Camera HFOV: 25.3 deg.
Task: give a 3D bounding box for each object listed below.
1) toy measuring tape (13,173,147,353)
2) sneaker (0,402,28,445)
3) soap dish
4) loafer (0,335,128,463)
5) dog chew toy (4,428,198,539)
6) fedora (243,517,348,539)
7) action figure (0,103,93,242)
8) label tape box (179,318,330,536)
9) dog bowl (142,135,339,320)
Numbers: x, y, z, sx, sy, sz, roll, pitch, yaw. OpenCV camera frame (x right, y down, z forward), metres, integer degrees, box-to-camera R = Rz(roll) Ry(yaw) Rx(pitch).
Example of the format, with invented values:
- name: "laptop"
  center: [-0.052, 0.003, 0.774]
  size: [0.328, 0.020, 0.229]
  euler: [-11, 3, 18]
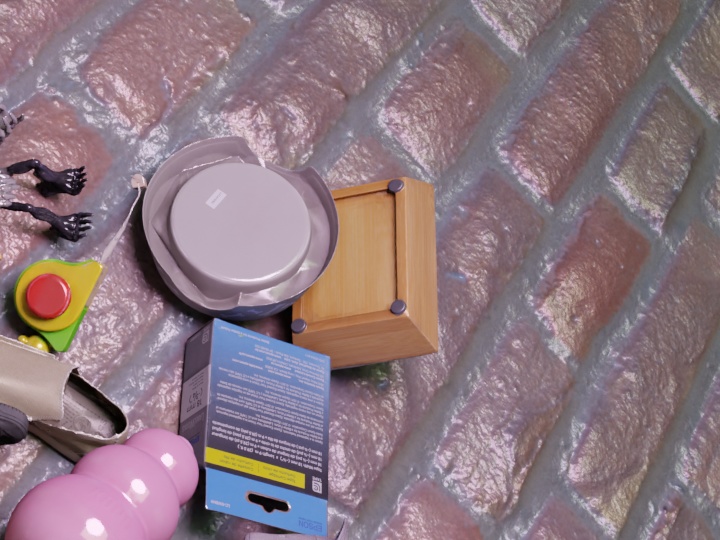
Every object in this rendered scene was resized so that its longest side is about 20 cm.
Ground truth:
- name: "toy measuring tape"
  center: [-0.271, -0.010, 1.495]
  size: [0.073, 0.074, 0.201]
  euler: [28, 85, -25]
- name: "sneaker"
  center: [-0.380, 0.158, 1.356]
  size: [0.199, 0.060, 0.105]
  euler: [13, 60, -30]
- name: "soap dish"
  center: [0.000, 0.000, 1.687]
  size: [0.081, 0.156, 0.201]
  euler: [54, 31, -57]
- name: "loafer"
  center: [-0.289, 0.107, 1.448]
  size: [0.200, 0.068, 0.076]
  euler: [32, 47, -24]
- name: "dog chew toy"
  center: [-0.217, 0.211, 1.407]
  size: [0.125, 0.124, 0.200]
  euler: [51, 48, -4]
- name: "fedora"
  center: [-0.081, 0.296, 1.452]
  size: [0.090, 0.177, 0.200]
  euler: [24, 22, -4]
- name: "action figure"
  center: [-0.345, -0.094, 1.495]
  size: [0.199, 0.102, 0.119]
  euler: [17, 58, -36]
- name: "label tape box"
  center: [-0.104, 0.164, 1.573]
  size: [0.144, 0.063, 0.201]
  euler: [21, 55, -30]
- name: "dog bowl"
  center: [-0.124, -0.039, 1.629]
  size: [0.199, 0.059, 0.201]
  euler: [5, 59, -9]
